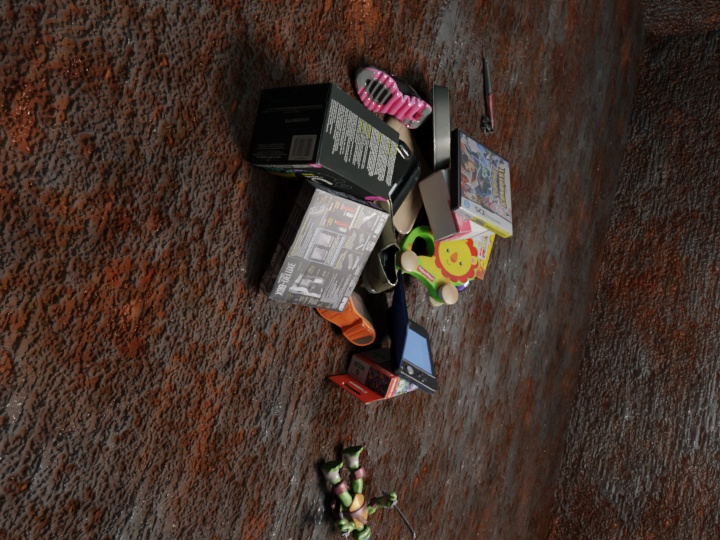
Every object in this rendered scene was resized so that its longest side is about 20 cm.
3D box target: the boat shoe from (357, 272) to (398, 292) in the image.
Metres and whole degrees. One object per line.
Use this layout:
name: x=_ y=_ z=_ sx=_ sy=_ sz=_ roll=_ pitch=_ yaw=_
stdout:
boat shoe: x=0.000 y=0.000 z=1.117 sx=0.200 sy=0.072 sz=0.068 roll=41 pitch=65 yaw=-38

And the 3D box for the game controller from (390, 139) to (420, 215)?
game controller: x=0.053 y=-0.169 z=1.134 sx=0.104 sy=0.042 sz=0.201 roll=44 pitch=69 yaw=-29

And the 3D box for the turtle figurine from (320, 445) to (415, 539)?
turtle figurine: x=0.008 y=0.469 z=1.129 sx=0.143 sy=0.200 sz=0.195 roll=-20 pitch=93 yaw=-10

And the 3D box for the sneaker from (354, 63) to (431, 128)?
sneaker: x=0.058 y=-0.365 z=1.130 sx=0.199 sy=0.079 sz=0.096 roll=20 pitch=45 yaw=-43

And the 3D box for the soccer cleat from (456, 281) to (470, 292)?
soccer cleat: x=0.269 y=-0.044 z=1.490 sx=0.073 sy=0.068 sz=0.202 roll=17 pitch=83 yaw=-35

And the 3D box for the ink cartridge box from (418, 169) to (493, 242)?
ink cartridge box: x=0.241 y=-0.150 z=1.271 sx=0.199 sy=0.085 sz=0.147 roll=-9 pitch=81 yaw=-39

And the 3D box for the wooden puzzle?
wooden puzzle: x=0.081 y=-0.208 z=1.215 sx=0.200 sy=0.037 sz=0.186 roll=47 pitch=59 yaw=-42

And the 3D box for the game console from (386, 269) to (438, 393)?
game console: x=0.118 y=0.126 z=1.177 sx=0.170 sy=0.118 sz=0.201 roll=32 pitch=29 yaw=-21

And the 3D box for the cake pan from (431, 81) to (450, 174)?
cake pan: x=0.178 y=-0.316 z=1.243 sx=0.200 sy=0.036 sz=0.202 roll=-1 pitch=90 yaw=-83

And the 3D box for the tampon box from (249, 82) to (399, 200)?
tampon box: x=-0.054 y=-0.203 z=0.924 sx=0.199 sy=0.149 sz=0.127 roll=18 pitch=81 yaw=-54

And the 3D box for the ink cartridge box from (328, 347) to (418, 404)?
ink cartridge box: x=0.036 y=0.215 z=1.163 sx=0.199 sy=0.109 sz=0.051 roll=1 pitch=112 yaw=-54

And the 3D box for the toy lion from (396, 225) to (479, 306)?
toy lion: x=0.181 y=-0.031 z=1.280 sx=0.200 sy=0.069 sz=0.193 roll=37 pitch=66 yaw=-18

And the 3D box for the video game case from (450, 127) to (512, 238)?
video game case: x=0.269 y=-0.192 z=1.237 sx=0.180 sy=0.025 sz=0.202 roll=21 pitch=62 yaw=-33

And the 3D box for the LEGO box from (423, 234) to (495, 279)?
LEGO box: x=0.257 y=-0.095 z=1.401 sx=0.148 sy=0.077 sz=0.202 roll=25 pitch=76 yaw=-29

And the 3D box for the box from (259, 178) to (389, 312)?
box: x=-0.060 y=-0.034 z=0.942 sx=0.157 sy=0.050 sz=0.201 roll=13 pitch=109 yaw=-37

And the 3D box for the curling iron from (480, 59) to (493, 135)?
curling iron: x=0.352 y=-0.475 z=1.540 sx=0.049 sy=0.025 sz=0.202 roll=-25 pitch=116 yaw=-53

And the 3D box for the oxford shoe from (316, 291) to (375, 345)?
oxford shoe: x=-0.037 y=0.063 z=1.092 sx=0.200 sy=0.071 sz=0.073 roll=56 pitch=20 yaw=-35

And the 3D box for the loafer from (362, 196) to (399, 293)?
loafer: x=0.046 y=-0.057 z=1.060 sx=0.075 sy=0.069 sz=0.202 roll=-5 pitch=94 yaw=-46
